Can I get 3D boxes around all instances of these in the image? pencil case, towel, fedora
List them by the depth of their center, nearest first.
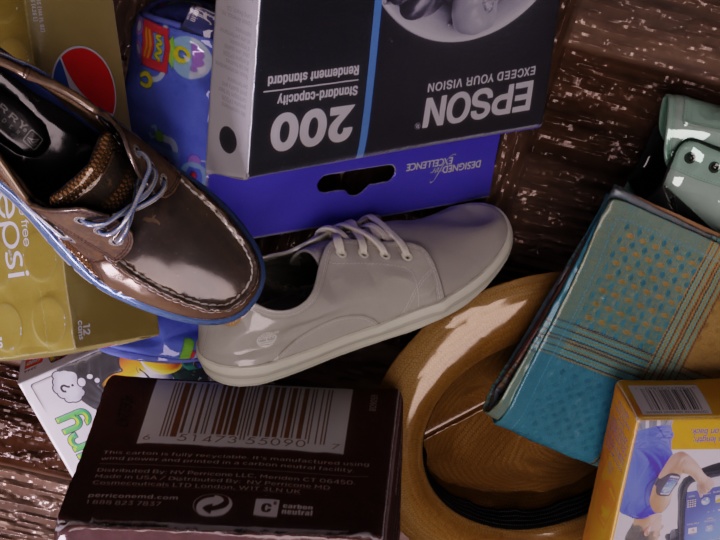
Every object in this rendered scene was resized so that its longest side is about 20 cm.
[{"bbox_3d":[-0.089,-0.045,1.243,0.087,0.078,0.201,16,106,28],"label":"pencil case"},{"bbox_3d":[0.180,0.051,1.275,0.200,0.022,0.147,22,105,-25],"label":"towel"},{"bbox_3d":[0.096,0.075,1.325,0.200,0.082,0.201,-4,113,-10],"label":"fedora"}]

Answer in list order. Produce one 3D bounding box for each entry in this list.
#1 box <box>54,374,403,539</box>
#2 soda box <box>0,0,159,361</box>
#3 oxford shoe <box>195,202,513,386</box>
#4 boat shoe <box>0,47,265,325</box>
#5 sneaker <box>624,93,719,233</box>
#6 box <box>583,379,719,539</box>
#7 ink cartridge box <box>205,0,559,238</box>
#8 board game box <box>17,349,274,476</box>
[{"bbox_3d":[-0.064,0.180,1.229,0.165,0.164,0.201,2,114,3],"label":"box"},{"bbox_3d":[-0.161,-0.057,1.208,0.068,0.064,0.201,-8,91,40],"label":"soda box"},{"bbox_3d":[0.000,0.000,1.236,0.200,0.075,0.058,-22,123,-29],"label":"oxford shoe"},{"bbox_3d":[-0.130,-0.039,1.131,0.200,0.072,0.072,34,83,-10],"label":"boat shoe"},{"bbox_3d":[0.230,-0.076,1.261,0.118,0.074,0.200,33,112,-23],"label":"sneaker"},{"bbox_3d":[0.183,0.153,1.283,0.119,0.042,0.201,0,118,-14],"label":"box"},{"bbox_3d":[0.014,-0.109,1.207,0.198,0.043,0.201,-12,121,-34],"label":"ink cartridge box"},{"bbox_3d":[-0.097,0.114,1.361,0.126,0.035,0.200,-23,114,9],"label":"board game box"}]
